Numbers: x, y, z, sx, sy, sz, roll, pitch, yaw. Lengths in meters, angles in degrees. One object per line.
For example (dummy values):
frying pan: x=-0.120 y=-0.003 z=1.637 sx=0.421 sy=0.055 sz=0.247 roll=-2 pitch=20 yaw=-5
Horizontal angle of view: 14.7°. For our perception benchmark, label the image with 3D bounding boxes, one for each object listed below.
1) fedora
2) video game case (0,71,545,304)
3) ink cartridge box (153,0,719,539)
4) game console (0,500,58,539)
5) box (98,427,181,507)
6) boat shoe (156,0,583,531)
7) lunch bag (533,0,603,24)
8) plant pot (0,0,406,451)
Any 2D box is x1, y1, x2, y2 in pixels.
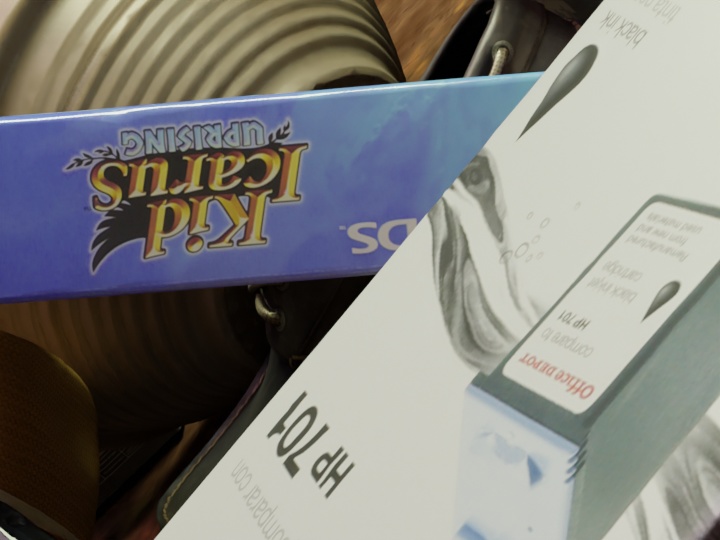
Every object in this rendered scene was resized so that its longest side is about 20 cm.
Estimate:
fedora: x=-0.133 y=0.061 z=0.825 sx=0.200 sy=0.200 sz=0.082 roll=-19 pitch=51 yaw=59
video game case: x=-0.033 y=-0.018 z=0.701 sx=0.199 sy=0.046 sz=0.181 roll=-4 pitch=1 yaw=6
ink cartridge box: x=0.057 y=0.034 z=0.441 sx=0.200 sy=0.086 sz=0.146 roll=-49 pitch=23 yaw=2
game console: x=-0.071 y=0.158 z=0.571 sx=0.200 sy=0.031 sz=0.177 roll=30 pitch=79 yaw=33
box: x=-0.145 y=0.071 z=1.085 sx=0.200 sy=0.048 sz=0.159 roll=-44 pitch=18 yaw=20
boat shoe: x=0.000 y=0.000 z=0.830 sx=0.200 sy=0.073 sz=0.074 roll=-50 pitch=17 yaw=-2
lunch bag: x=0.055 y=-0.163 z=0.873 sx=0.139 sy=0.168 sz=0.200 roll=-51 pitch=17 yaw=-4
plant pot: x=-0.044 y=-0.028 z=0.891 sx=0.092 sy=0.201 sz=0.201 roll=22 pitch=69 yaw=34
